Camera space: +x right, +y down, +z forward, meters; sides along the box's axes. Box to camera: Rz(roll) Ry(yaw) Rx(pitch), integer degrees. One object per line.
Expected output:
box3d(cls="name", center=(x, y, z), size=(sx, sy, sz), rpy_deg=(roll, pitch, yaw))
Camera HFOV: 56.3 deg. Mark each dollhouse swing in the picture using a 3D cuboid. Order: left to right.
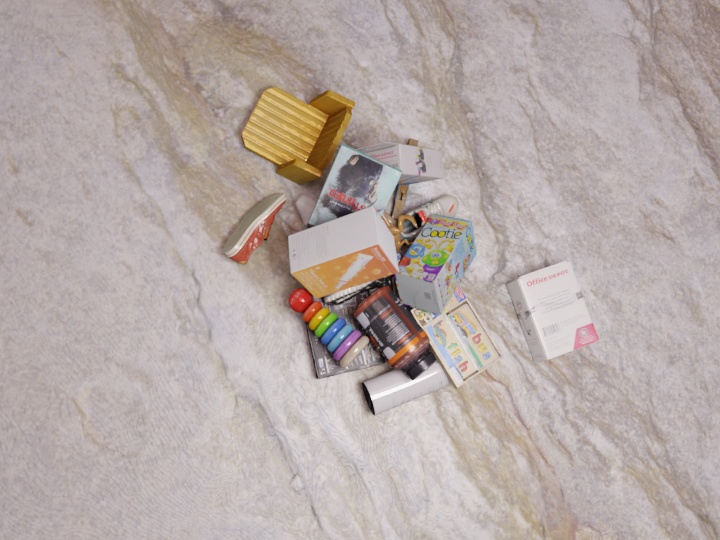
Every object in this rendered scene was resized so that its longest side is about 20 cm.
box3d(cls="dollhouse swing", center=(-0.150, -0.334, 1.549), size=(0.175, 0.181, 0.202), rpy_deg=(31, 75, -23))

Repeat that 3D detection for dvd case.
box3d(cls="dvd case", center=(-0.015, -0.152, 1.446), size=(0.145, 0.022, 0.201), rpy_deg=(23, 115, -9))

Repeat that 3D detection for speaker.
box3d(cls="speaker", center=(0.105, 0.254, 1.515), size=(0.198, 0.081, 0.082), rpy_deg=(-20, 83, -12))

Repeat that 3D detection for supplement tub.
box3d(cls="supplement tub", center=(0.078, 0.139, 1.466), size=(0.107, 0.107, 0.201), rpy_deg=(-36, 80, -14))

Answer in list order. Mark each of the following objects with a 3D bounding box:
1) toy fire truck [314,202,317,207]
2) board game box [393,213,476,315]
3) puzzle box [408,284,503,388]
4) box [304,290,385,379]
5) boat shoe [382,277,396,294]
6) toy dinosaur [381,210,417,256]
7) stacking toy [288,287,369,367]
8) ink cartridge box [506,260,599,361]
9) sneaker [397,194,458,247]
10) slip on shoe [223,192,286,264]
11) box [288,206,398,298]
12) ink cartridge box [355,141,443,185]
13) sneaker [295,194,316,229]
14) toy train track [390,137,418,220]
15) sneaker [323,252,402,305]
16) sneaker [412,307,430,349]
box3d(cls="toy fire truck", center=(-0.021, -0.195, 1.547), size=(0.049, 0.141, 0.200), rpy_deg=(42, 86, 0))
box3d(cls="board game box", center=(0.170, -0.018, 1.503), size=(0.102, 0.106, 0.201), rpy_deg=(13, 50, 30))
box3d(cls="puzzle box", center=(0.214, 0.143, 1.504), size=(0.132, 0.025, 0.201), rpy_deg=(-30, 83, -15))
box3d(cls="box", center=(-0.043, 0.130, 1.533), size=(0.158, 0.044, 0.203), rpy_deg=(-12, 81, -12))
box3d(cls="boat shoe", center=(0.034, -0.025, 1.562), size=(0.062, 0.071, 0.202), rpy_deg=(-18, 85, -2))
box3d(cls="toy dinosaur", center=(0.068, -0.097, 1.493), size=(0.105, 0.061, 0.201), rpy_deg=(-25, 115, 9))
box3d(cls="stacking toy", center=(-0.077, 0.114, 1.470), size=(0.200, 0.085, 0.085), rpy_deg=(44, 76, 5))
box3d(cls="ink cartridge box", center=(0.456, 0.097, 1.601), size=(0.145, 0.083, 0.202), rpy_deg=(-17, 83, -12))
box3d(cls="sneaker", center=(0.157, -0.122, 1.589), size=(0.198, 0.093, 0.071), rpy_deg=(-29, 85, -13))
box3d(cls="slip on shoe", center=(-0.233, -0.099, 1.541), size=(0.061, 0.074, 0.201), rpy_deg=(48, 66, -34))
box3d(cls="box", center=(-0.035, -0.035, 1.413), size=(0.198, 0.125, 0.098), rpy_deg=(-18, 56, 16))
box3d(cls="ink cartridge box", center=(0.082, -0.237, 1.508), size=(0.199, 0.114, 0.069), rpy_deg=(-2, 88, -47))
box3d(cls="sneaker", center=(-0.110, -0.068, 1.545), size=(0.115, 0.074, 0.201), rpy_deg=(-38, 88, -17))
box3d(cls="toy train track", center=(0.104, -0.219, 1.634), size=(0.113, 0.033, 0.203), rpy_deg=(15, 83, -14))
box3d(cls="sneaker", center=(0.000, 0.000, 1.495), size=(0.198, 0.079, 0.090), rpy_deg=(-23, 76, -1))
box3d(cls="sneaker", center=(0.159, 0.077, 1.551), size=(0.088, 0.075, 0.203), rpy_deg=(16, 77, -26))
